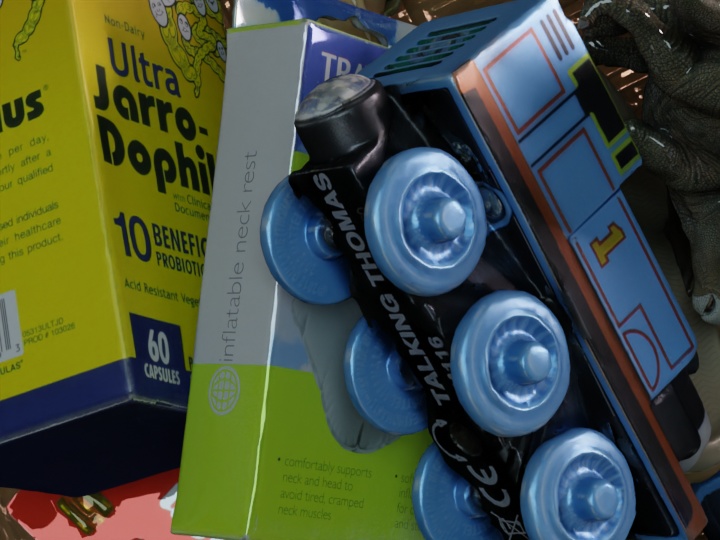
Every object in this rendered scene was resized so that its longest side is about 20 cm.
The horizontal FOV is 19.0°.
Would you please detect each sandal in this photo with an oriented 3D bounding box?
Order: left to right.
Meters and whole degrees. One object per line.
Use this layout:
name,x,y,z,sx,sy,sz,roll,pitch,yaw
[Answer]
sandal,0.096,-0.016,0.818,0.080,0.054,0.200,-9,62,-21

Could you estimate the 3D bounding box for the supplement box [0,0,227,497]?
supplement box,-0.111,-0.027,0.805,0.109,0.109,0.200,-19,72,26

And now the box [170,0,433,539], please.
box,0.000,0.000,0.767,0.048,0.122,0.200,0,80,45

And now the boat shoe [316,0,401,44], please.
boat shoe,-0.011,-0.138,0.855,0.066,0.074,0.200,-23,76,2

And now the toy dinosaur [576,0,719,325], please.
toy dinosaur,0.124,-0.066,0.736,0.102,0.200,0.077,9,54,6

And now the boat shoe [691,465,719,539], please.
boat shoe,0.223,0.060,0.813,0.200,0.084,0.069,-23,107,21

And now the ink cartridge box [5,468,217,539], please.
ink cartridge box,-0.021,0.072,0.840,0.160,0.047,0.200,43,86,10

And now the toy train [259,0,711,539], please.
toy train,0.052,0.011,0.711,0.114,0.087,0.200,-40,110,-31
